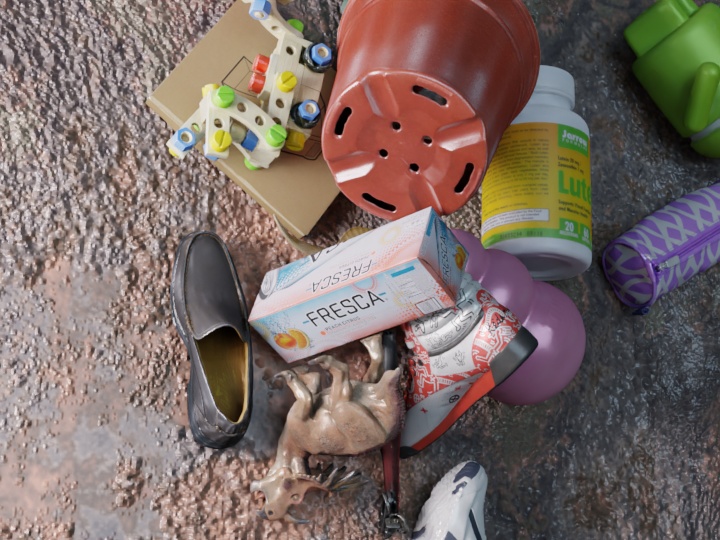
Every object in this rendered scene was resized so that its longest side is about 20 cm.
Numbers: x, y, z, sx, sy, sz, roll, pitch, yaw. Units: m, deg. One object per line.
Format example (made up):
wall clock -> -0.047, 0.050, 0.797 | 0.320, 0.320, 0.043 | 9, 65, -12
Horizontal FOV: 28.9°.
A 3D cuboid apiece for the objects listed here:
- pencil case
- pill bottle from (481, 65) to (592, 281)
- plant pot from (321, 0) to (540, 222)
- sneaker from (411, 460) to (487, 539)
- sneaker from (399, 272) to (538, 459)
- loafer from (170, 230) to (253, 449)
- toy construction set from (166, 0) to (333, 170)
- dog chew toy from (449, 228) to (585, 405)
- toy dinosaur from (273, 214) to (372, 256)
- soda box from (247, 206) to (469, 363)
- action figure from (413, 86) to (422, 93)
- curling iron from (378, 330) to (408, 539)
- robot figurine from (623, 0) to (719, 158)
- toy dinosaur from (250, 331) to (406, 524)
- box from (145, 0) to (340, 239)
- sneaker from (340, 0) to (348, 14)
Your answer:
pencil case -> 0.347, -0.034, 1.490 | 0.199, 0.085, 0.084 | -30, 91, -28
pill bottle -> 0.178, -0.099, 1.419 | 0.110, 0.111, 0.202 | 8, 73, -21
plant pot -> 0.056, -0.154, 1.270 | 0.200, 0.201, 0.196 | 35, 34, -11
sneaker -> 0.112, 0.290, 1.302 | 0.129, 0.079, 0.201 | 24, 68, -17
sneaker -> 0.067, 0.084, 1.286 | 0.108, 0.201, 0.067 | 46, 41, 4
loafer -> -0.126, 0.056, 1.266 | 0.072, 0.072, 0.202 | -6, 78, -23
toy construction set -> -0.096, -0.183, 1.317 | 0.130, 0.092, 0.202 | 18, 80, -17
dog chew toy -> 0.125, 0.037, 1.338 | 0.200, 0.124, 0.125 | 44, 63, -22
toy dinosaur -> 0.000, 0.000, 1.357 | 0.198, 0.058, 0.102 | 3, 60, -31
soda box -> -0.003, 0.015, 1.252 | 0.064, 0.199, 0.069 | 49, 38, -28
action figure -> 0.081, -0.251, 1.453 | 0.065, 0.099, 0.200 | 41, 86, -11
curling iron -> 0.031, 0.154, 1.283 | 0.025, 0.050, 0.202 | -2, 103, -12
robot figurine -> 0.379, -0.209, 1.534 | 0.201, 0.115, 0.175 | 52, 33, -2
toy dinosaur -> -0.014, 0.141, 1.251 | 0.086, 0.199, 0.137 | -18, 85, -56
box -> -0.086, -0.154, 1.370 | 0.200, 0.021, 0.164 | 41, 64, -8
sneaker -> -0.020, -0.298, 1.407 | 0.117, 0.074, 0.202 | 18, 60, -25
